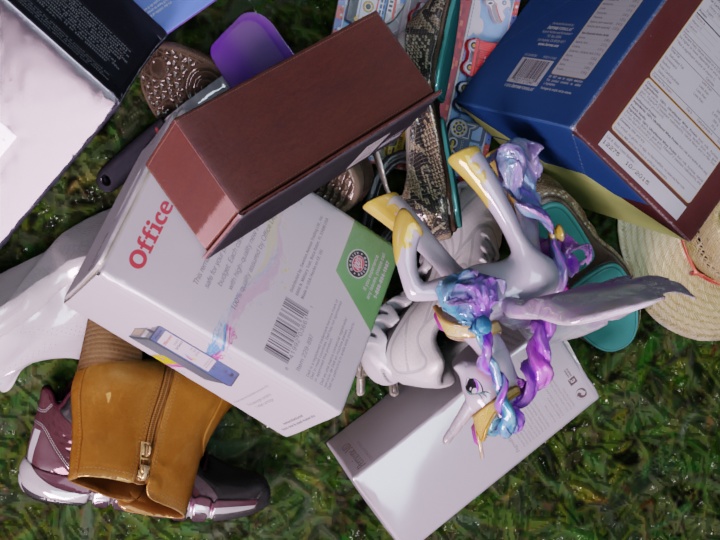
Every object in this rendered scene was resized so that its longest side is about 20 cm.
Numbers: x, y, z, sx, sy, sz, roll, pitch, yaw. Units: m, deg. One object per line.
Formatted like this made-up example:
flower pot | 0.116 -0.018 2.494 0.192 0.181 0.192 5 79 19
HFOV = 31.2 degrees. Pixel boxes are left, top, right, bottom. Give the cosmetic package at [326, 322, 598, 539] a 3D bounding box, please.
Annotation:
cosmetic package | 0.079 0.122 1.041 0.199 0.113 0.082 -36 103 -8

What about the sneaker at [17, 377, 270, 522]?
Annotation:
sneaker | -0.161 0.127 1.004 0.197 0.076 0.118 8 93 -14

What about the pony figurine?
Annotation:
pony figurine | 0.116 0.010 0.920 0.191 0.167 0.203 -22 81 -4

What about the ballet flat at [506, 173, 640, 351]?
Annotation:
ballet flat | 0.176 -0.012 1.060 0.070 0.066 0.201 -28 132 8

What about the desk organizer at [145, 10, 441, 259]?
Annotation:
desk organizer | -0.045 -0.098 0.895 0.199 0.072 0.077 -35 87 -34

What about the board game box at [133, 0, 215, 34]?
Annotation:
board game box | -0.145 -0.260 0.968 0.199 0.045 0.135 -35 104 -6

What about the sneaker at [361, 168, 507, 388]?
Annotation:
sneaker | 0.079 0.009 1.019 0.075 0.080 0.202 47 64 -41

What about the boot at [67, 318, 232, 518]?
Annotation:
boot | -0.126 0.114 0.966 0.199 0.070 0.146 15 62 -33

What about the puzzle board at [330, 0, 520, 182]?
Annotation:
puzzle board | 0.050 -0.181 1.040 0.148 0.017 0.203 10 95 -15

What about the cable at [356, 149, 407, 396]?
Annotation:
cable | 0.000 0.000 1.047 0.095 0.050 0.204 9 89 -1

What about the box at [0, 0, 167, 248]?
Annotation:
box | -0.247 -0.105 0.862 0.123 0.199 0.200 41 106 -14

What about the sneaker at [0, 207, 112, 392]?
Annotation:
sneaker | -0.208 0.020 0.988 0.198 0.075 0.089 -29 123 -11

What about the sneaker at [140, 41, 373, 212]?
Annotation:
sneaker | -0.079 -0.109 0.999 0.199 0.076 0.071 35 111 5

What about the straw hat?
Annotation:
straw hat | 0.318 -0.031 1.089 0.198 0.085 0.205 -2 98 -13

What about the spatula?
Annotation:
spatula | -0.130 -0.118 0.960 0.199 0.021 0.057 -35 93 23

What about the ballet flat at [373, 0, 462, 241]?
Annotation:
ballet flat | 0.041 -0.124 0.999 0.074 0.068 0.204 -1 85 9

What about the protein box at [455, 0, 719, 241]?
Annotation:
protein box | 0.212 -0.158 0.979 0.134 0.198 0.201 38 87 -23

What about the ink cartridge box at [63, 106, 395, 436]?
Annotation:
ink cartridge box | -0.089 0.003 0.927 0.199 0.087 0.147 33 59 -19
